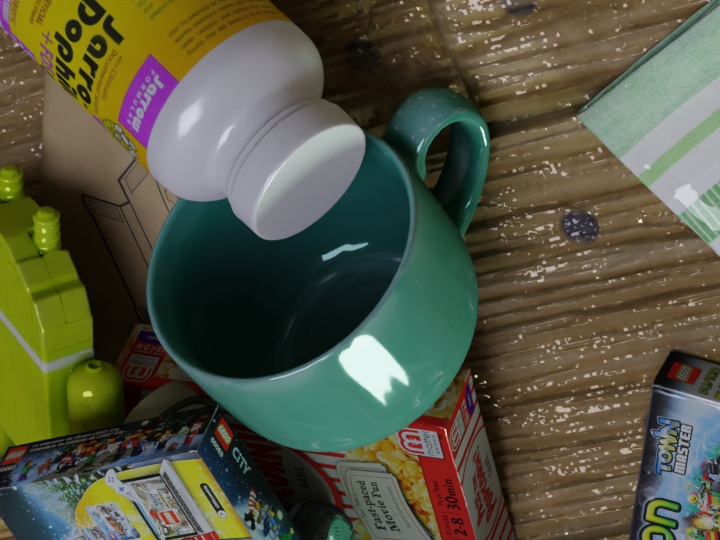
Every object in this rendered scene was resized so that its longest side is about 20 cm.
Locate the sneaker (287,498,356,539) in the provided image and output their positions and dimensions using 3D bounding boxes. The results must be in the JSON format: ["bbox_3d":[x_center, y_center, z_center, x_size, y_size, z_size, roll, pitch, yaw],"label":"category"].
[{"bbox_3d":[-0.053,0.187,1.650,0.087,0.074,0.200,19,145,14],"label":"sneaker"}]

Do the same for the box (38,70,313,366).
[{"bbox_3d":[-0.101,-0.022,1.626,0.163,0.021,0.200,17,125,14],"label":"box"}]

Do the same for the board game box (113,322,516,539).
[{"bbox_3d":[-0.025,0.105,1.633,0.200,0.046,0.152,7,139,23],"label":"board game box"}]

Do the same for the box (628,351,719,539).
[{"bbox_3d":[0.200,0.146,1.582,0.110,0.035,0.200,16,126,16],"label":"box"}]

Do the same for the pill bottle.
[{"bbox_3d":[-0.090,-0.105,1.475,0.200,0.104,0.104,43,132,25],"label":"pill bottle"}]

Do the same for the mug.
[{"bbox_3d":[-0.003,0.010,1.511,0.185,0.152,0.114,-22,143,15],"label":"mug"}]

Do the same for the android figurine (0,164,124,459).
[{"bbox_3d":[-0.183,0.037,1.635,0.182,0.041,0.200,44,143,45],"label":"android figurine"}]

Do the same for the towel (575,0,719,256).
[{"bbox_3d":[0.223,-0.046,1.455,0.200,0.023,0.153,44,129,-6],"label":"towel"}]

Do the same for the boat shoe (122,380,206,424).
[{"bbox_3d":[-0.101,0.148,1.614,0.068,0.075,0.200,41,148,23],"label":"boat shoe"}]

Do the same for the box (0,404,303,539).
[{"bbox_3d":[-0.089,0.166,1.554,0.136,0.038,0.200,-12,123,30],"label":"box"}]
